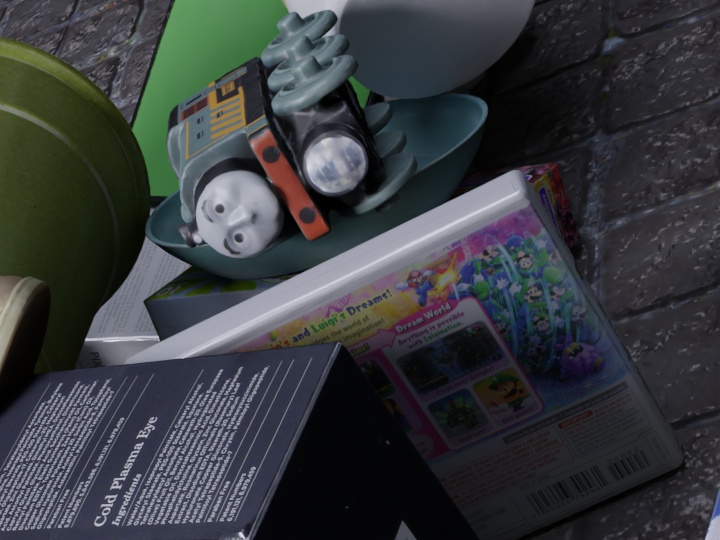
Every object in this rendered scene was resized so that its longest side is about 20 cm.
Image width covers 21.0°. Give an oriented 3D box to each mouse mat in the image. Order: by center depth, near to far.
[{"bbox_3d":[-0.068,-0.114,1.236,0.199,0.008,0.162,6,73,39],"label":"mouse mat"}]

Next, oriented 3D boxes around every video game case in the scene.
[{"bbox_3d":[0.023,0.065,0.883,0.199,0.182,0.024,-25,35,13],"label":"video game case"}]

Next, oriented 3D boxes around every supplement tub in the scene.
[{"bbox_3d":[0.006,-0.208,1.128,0.144,0.145,0.201,-32,50,3],"label":"supplement tub"}]

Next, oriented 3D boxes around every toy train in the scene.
[{"bbox_3d":[-0.041,-0.062,0.970,0.114,0.086,0.200,-31,19,5],"label":"toy train"}]

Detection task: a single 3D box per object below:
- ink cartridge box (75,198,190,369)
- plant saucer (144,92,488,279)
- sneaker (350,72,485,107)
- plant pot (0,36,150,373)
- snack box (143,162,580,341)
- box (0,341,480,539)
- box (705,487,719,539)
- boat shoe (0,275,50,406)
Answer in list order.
[{"bbox_3d":[-0.129,0.004,1.239,0.198,0.057,0.163,0,42,14],"label":"ink cartridge box"},{"bbox_3d":[-0.019,-0.042,1.065,0.199,0.036,0.200,-19,17,6],"label":"plant saucer"},{"bbox_3d":[0.034,-0.118,1.216,0.075,0.081,0.201,37,93,43],"label":"sneaker"},{"bbox_3d":[-0.209,0.010,0.999,0.199,0.201,0.190,-26,31,12],"label":"plant pot"},{"bbox_3d":[0.000,0.000,1.067,0.199,0.053,0.142,-6,23,38],"label":"snack box"},{"bbox_3d":[-0.051,0.139,0.837,0.181,0.200,0.104,-7,41,34],"label":"box"},{"bbox_3d":[0.243,0.092,0.779,0.199,0.048,0.122,-8,40,35],"label":"box"},{"bbox_3d":[-0.206,0.077,0.887,0.201,0.065,0.072,-57,-1,25],"label":"boat shoe"}]
